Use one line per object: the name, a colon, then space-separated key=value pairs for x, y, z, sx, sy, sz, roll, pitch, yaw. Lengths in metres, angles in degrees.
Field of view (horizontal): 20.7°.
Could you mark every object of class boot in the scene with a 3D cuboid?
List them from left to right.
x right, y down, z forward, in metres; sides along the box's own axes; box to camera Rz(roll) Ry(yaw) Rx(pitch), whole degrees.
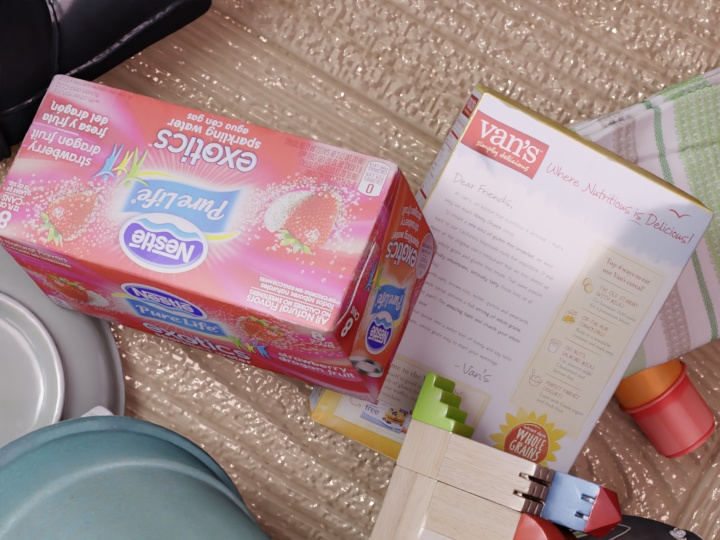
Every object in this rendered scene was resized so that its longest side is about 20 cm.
boot: x=-0.158 y=-0.151 z=0.999 sx=0.168 sy=0.200 sz=0.076 roll=-40 pitch=69 yaw=-13

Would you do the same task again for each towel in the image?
towel: x=0.189 y=-0.031 z=1.133 sx=0.199 sy=0.031 sz=0.150 roll=-22 pitch=96 yaw=-30

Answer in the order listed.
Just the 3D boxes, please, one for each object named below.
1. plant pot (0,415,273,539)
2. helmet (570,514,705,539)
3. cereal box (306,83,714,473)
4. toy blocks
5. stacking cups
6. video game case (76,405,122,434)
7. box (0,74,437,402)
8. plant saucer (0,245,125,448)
plant pot: x=-0.097 y=0.190 z=0.944 sx=0.199 sy=0.196 sz=0.201 roll=-6 pitch=103 yaw=-28
helmet: x=0.127 y=0.236 z=1.090 sx=0.200 sy=0.200 sz=0.191 roll=-36 pitch=111 yaw=-8
cereal box: x=0.079 y=0.020 z=1.057 sx=0.143 sy=0.040 sz=0.201 roll=27 pitch=99 yaw=-10
toy blocks: x=0.068 y=0.169 z=0.989 sx=0.136 sy=0.100 sz=0.201 roll=17 pitch=85 yaw=30
stacking cups: x=0.134 y=0.024 z=1.146 sx=0.060 sy=0.060 sz=0.200 roll=-35 pitch=103 yaw=-8
video game case: x=-0.165 y=0.202 z=1.035 sx=0.182 sy=0.024 sz=0.201 roll=-34 pitch=114 yaw=-20
box: x=-0.074 y=-0.017 z=0.997 sx=0.199 sy=0.100 sz=0.096 roll=16 pitch=71 yaw=20
plant saucer: x=-0.213 y=0.064 z=1.041 sx=0.199 sy=0.050 sz=0.201 roll=6 pitch=76 yaw=-25
